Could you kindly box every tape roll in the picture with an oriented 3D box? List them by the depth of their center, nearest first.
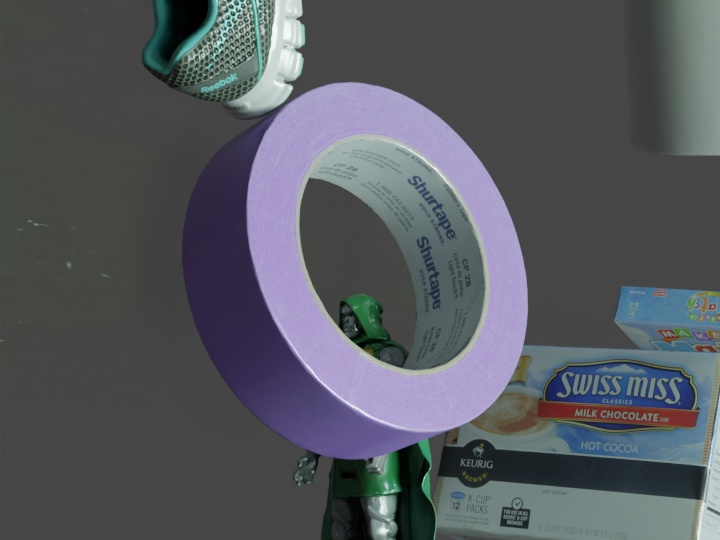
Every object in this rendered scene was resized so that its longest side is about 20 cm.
[{"bbox_3d":[0.000,0.000,1.030,0.199,0.065,0.201,17,62,-34],"label":"tape roll"},{"bbox_3d":[0.301,-0.168,1.402,0.202,0.202,0.140,-19,108,-53],"label":"tape roll"}]

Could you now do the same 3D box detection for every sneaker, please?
[{"bbox_3d":[-0.074,-0.183,0.975,0.091,0.077,0.202,1,89,-51],"label":"sneaker"}]

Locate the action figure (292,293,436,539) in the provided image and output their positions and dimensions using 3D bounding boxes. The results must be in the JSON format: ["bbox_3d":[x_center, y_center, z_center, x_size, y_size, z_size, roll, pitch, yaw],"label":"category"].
[{"bbox_3d":[0.002,0.114,1.088,0.054,0.118,0.202,8,76,-43],"label":"action figure"}]

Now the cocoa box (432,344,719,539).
[{"bbox_3d":[0.169,0.128,1.223,0.133,0.199,0.132,30,67,-51],"label":"cocoa box"}]

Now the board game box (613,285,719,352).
[{"bbox_3d":[0.309,0.072,1.466,0.200,0.150,0.037,42,59,-47],"label":"board game box"}]
